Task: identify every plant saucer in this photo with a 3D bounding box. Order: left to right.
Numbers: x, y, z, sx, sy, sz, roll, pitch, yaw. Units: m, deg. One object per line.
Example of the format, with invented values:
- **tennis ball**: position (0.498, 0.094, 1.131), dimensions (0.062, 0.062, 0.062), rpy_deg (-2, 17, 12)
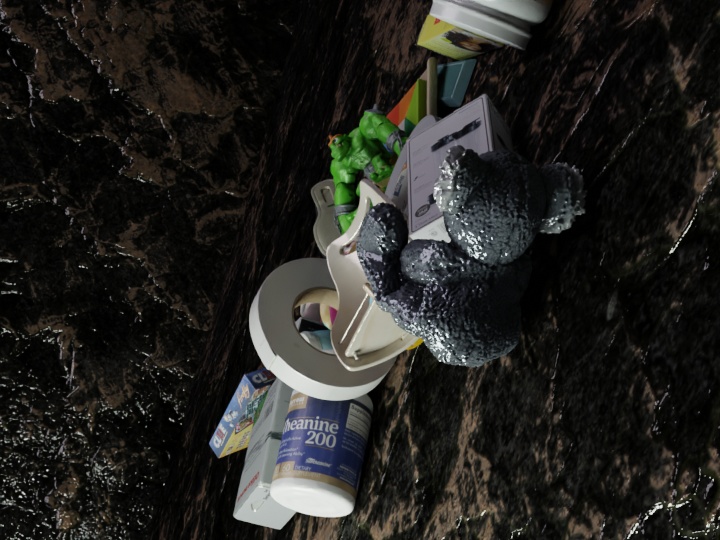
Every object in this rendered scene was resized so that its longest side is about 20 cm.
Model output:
- **plant saucer**: position (0.124, -0.272, 1.801), dimensions (0.200, 0.019, 0.070), rpy_deg (-151, 79, -76)

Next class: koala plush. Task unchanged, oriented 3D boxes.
- **koala plush**: position (0.116, -0.031, 1.185), dimensions (0.184, 0.177, 0.200), rpy_deg (-105, 34, -48)

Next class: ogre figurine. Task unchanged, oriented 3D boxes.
- **ogre figurine**: position (0.009, -0.150, 1.793), dimensions (0.200, 0.098, 0.120), rpy_deg (106, 147, -54)

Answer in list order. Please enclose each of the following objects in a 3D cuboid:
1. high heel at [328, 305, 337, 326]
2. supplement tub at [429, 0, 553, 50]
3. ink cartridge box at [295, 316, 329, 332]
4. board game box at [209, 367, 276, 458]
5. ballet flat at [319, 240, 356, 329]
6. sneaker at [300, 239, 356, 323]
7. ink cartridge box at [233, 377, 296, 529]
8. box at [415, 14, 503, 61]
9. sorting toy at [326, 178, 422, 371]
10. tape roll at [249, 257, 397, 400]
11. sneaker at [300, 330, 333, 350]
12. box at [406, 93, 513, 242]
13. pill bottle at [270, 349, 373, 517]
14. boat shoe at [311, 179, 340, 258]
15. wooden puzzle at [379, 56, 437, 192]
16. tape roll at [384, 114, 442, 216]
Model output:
- **high heel**: position (-0.033, 0.128, 1.714), dimensions (0.067, 0.096, 0.200), rpy_deg (-99, 31, -64)
- **supplement tub**: position (0.173, -0.374, 1.444), dimensions (0.145, 0.145, 0.200), rpy_deg (-124, 53, -74)
- **ink cartridge box**: position (-0.077, 0.121, 1.915), dimensions (0.200, 0.095, 0.037), rpy_deg (141, 145, -68)
- **board game box**: position (-0.163, 0.227, 2.067), dimensions (0.035, 0.135, 0.200), rpy_deg (53, 136, 23)
- **ballet flat**: position (0.000, 0.000, 1.766), dimensions (0.063, 0.069, 0.200), rpy_deg (-33, 24, 47)
- **sneaker**: position (-0.032, -0.004, 1.884), dimensions (0.075, 0.104, 0.201), rpy_deg (-172, 102, -79)
- **ink cartridge box**: position (-0.122, 0.279, 1.907), dimensions (0.147, 0.083, 0.200), rpy_deg (126, 160, -52)
- **box**: position (0.139, -0.329, 1.688), dimensions (0.200, 0.075, 0.050), rpy_deg (-159, 88, -78)
- **sorting toy**: position (0.022, -0.013, 1.500), dimensions (0.180, 0.107, 0.200), rpy_deg (55, 132, 37)
- **tape roll**: position (-0.045, 0.075, 1.604), dimensions (0.037, 0.202, 0.203), rpy_deg (124, 160, -48)
- **sneaker**: position (-0.047, 0.184, 1.793), dimensions (0.074, 0.082, 0.200), rpy_deg (22, 114, 56)
- **box**: position (0.115, -0.103, 1.389), dimensions (0.117, 0.060, 0.200), rpy_deg (-30, 32, 20)
- **pill bottle**: position (-0.045, 0.210, 1.611), dimensions (0.111, 0.111, 0.200), rpy_deg (131, 154, -60)
- **boat shoe**: position (-0.045, -0.079, 2.175), dimensions (0.200, 0.072, 0.068), rpy_deg (-99, -7, -51)
- **wooden puzzle**: position (0.067, -0.191, 1.830), dimensions (0.200, 0.037, 0.185), rpy_deg (127, 149, -57)
- **tape roll**: position (0.086, -0.098, 1.603), dimensions (0.200, 0.066, 0.201), rpy_deg (-161, 90, -77)
